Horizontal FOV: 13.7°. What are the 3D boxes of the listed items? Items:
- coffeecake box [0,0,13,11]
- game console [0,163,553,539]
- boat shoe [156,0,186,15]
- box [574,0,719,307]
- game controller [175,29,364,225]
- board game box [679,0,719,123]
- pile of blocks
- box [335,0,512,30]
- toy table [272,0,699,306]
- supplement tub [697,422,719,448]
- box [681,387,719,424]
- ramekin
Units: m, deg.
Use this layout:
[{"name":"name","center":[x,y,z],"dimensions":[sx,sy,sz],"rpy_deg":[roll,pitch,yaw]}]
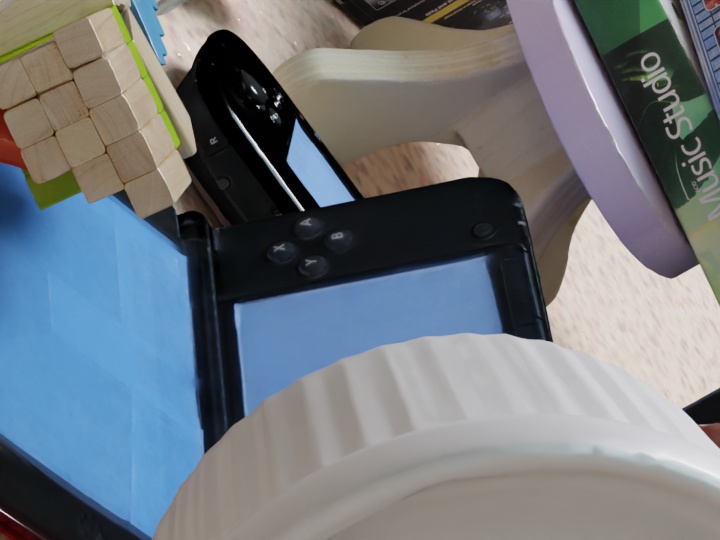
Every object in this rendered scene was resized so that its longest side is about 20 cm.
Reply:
[{"name":"coffeecake box","center":[-0.110,-0.165,0.840],"dimensions":[0.073,0.200,0.154],"rpy_deg":[23,38,-47]},{"name":"game console","center":[-0.029,0.017,0.903],"dimensions":[0.200,0.172,0.119],"rpy_deg":[-98,176,-48]},{"name":"boat shoe","center":[-0.062,-0.135,1.097],"dimensions":[0.199,0.074,0.068],"rpy_deg":[28,31,-53]},{"name":"box","center":[0.142,-0.065,1.200],"dimensions":[0.144,0.036,0.200],"rpy_deg":[12,50,-63]},{"name":"game controller","center":[0.000,0.000,1.095],"dimensions":[0.200,0.042,0.104],"rpy_deg":[54,20,-13]},{"name":"board game box","center":[0.188,-0.076,1.181],"dimensions":[0.200,0.062,0.200],"rpy_deg":[24,42,-57]},{"name":"pile of blocks","center":[-0.097,-0.068,0.917],"dimensions":[0.200,0.062,0.082],"rpy_deg":[-103,168,-57]},{"name":"box","center":[0.075,-0.170,1.286],"dimensions":[0.161,0.200,0.049],"rpy_deg":[37,30,-43]},{"name":"toy table","center":[0.062,-0.057,1.215],"dimensions":[0.184,0.117,0.200],"rpy_deg":[46,24,-32]},{"name":"supplement tub","center":[0.118,0.158,0.967],"dimensions":[0.107,0.107,0.200],"rpy_deg":[40,56,-40]},{"name":"box","center":[0.194,0.166,1.194],"dimensions":[0.197,0.117,0.200],"rpy_deg":[28,37,-54]},{"name":"ramekin","center":[0.029,0.108,0.794],"dimensions":[0.202,0.202,0.094],"rpy_deg":[46,12,-29]}]
